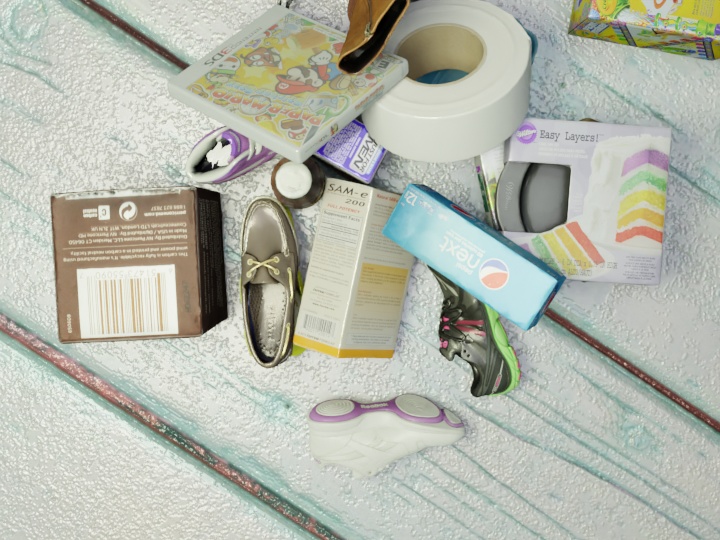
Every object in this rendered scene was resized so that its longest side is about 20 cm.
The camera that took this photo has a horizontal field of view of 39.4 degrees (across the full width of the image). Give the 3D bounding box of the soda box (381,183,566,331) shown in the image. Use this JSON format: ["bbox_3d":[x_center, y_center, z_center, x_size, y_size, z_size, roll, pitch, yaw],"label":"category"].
[{"bbox_3d":[0.126,-0.018,1.129,0.199,0.064,0.068,35,104,16],"label":"soda box"}]

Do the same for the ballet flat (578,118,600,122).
[{"bbox_3d":[0.298,-0.088,1.249,0.071,0.068,0.203,-3,90,-19],"label":"ballet flat"}]

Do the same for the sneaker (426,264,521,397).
[{"bbox_3d":[0.129,0.068,1.245,0.083,0.077,0.202,-26,92,-3],"label":"sneaker"}]

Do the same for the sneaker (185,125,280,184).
[{"bbox_3d":[-0.104,-0.153,1.105,0.200,0.114,0.073,-35,95,8],"label":"sneaker"}]

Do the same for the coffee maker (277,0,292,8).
[{"bbox_3d":[0.013,-0.380,1.206,0.198,0.135,0.194,12,118,0],"label":"coffee maker"}]

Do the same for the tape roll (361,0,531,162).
[{"bbox_3d":[0.093,-0.219,1.137,0.200,0.071,0.204,-5,51,7],"label":"tape roll"}]

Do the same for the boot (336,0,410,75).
[{"bbox_3d":[0.039,-0.313,1.047,0.068,0.201,0.188,39,116,-16],"label":"boot"}]

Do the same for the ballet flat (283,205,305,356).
[{"bbox_3d":[-0.103,0.010,1.245,0.066,0.067,0.203,-8,94,2],"label":"ballet flat"}]

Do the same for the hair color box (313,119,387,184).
[{"bbox_3d":[-0.062,-0.177,1.213,0.199,0.109,0.065,30,93,-2],"label":"hair color box"}]

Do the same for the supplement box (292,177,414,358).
[{"bbox_3d":[0.000,0.000,1.209,0.073,0.126,0.202,14,93,34],"label":"supplement box"}]

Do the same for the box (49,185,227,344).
[{"bbox_3d":[-0.252,-0.010,1.177,0.164,0.200,0.166,-3,93,0],"label":"box"}]

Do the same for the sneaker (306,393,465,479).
[{"bbox_3d":[0.032,0.210,1.266,0.197,0.075,0.101,0,112,0],"label":"sneaker"}]

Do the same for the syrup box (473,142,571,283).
[{"bbox_3d":[0.194,-0.076,1.234,0.080,0.079,0.202,-14,93,1],"label":"syrup box"}]

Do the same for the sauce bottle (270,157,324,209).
[{"bbox_3d":[-0.074,-0.102,1.172,0.065,0.200,0.067,0,96,0],"label":"sauce bottle"}]

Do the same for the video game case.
[{"bbox_3d":[-0.079,-0.209,1.091,0.199,0.023,0.182,30,57,28],"label":"video game case"}]

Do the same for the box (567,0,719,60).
[{"bbox_3d":[0.367,-0.373,1.196,0.190,0.122,0.203,11,94,-1],"label":"box"}]

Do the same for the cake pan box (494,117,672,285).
[{"bbox_3d":[0.254,-0.081,1.171,0.197,0.052,0.187,5,91,0],"label":"cake pan box"}]

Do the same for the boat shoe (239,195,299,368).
[{"bbox_3d":[-0.109,0.014,1.181,0.071,0.060,0.203,-1,96,2],"label":"boat shoe"}]

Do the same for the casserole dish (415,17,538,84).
[{"bbox_3d":[0.134,-0.223,1.208,0.120,0.039,0.201,22,68,25],"label":"casserole dish"}]
